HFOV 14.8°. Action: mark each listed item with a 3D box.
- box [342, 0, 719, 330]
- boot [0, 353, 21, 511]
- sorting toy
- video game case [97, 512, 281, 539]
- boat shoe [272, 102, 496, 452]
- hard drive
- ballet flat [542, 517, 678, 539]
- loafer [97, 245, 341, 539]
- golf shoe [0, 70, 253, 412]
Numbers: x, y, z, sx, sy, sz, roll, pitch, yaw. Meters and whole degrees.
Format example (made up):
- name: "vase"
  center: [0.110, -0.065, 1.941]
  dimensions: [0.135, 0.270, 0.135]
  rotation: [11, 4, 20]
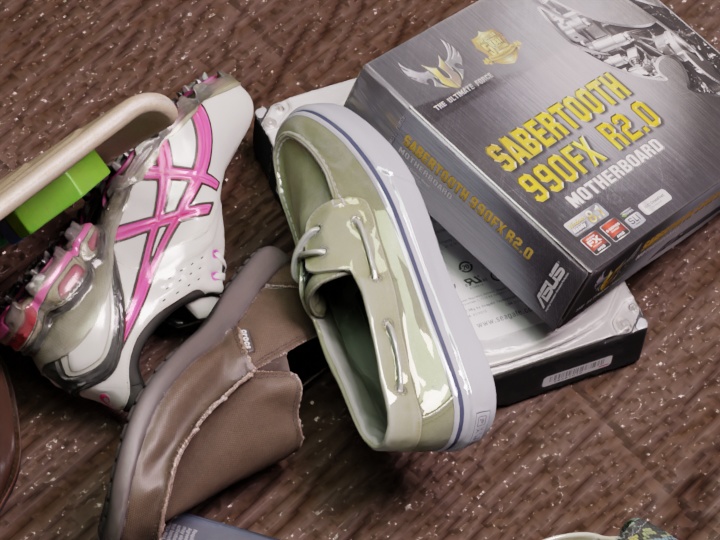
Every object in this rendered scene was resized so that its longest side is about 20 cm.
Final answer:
- name: "box"
  center: [0.110, -0.075, 1.427]
  dimensions: [0.158, 0.048, 0.200]
  rotation: [44, 46, 15]
- name: "boot"
  center: [-0.190, 0.056, 1.258]
  dimensions: [0.064, 0.200, 0.187]
  rotation: [2, 55, -4]
- name: "sorting toy"
  center: [-0.193, -0.011, 1.333]
  dimensions: [0.200, 0.185, 0.037]
  rotation: [-35, 96, -27]
- name: "video game case"
  center: [-0.042, 0.192, 1.286]
  dimensions: [0.199, 0.019, 0.143]
  rotation: [16, 55, 6]
- name: "boat shoe"
  center: [0.000, 0.000, 1.340]
  dimensions: [0.062, 0.072, 0.200]
  rotation: [-6, 54, -36]
- name: "hard drive"
  center: [0.044, -0.020, 1.431]
  dimensions: [0.139, 0.038, 0.200]
  rotation: [-17, 57, -16]
- name: "ballet flat"
  center: [0.073, 0.163, 1.274]
  dimensions: [0.200, 0.074, 0.074]
  rotation: [-16, 55, -38]
- name: "loafer"
  center: [-0.060, 0.065, 1.330]
  dimensions: [0.071, 0.073, 0.200]
  rotation: [26, 49, 8]
- name: "golf shoe"
  center: [-0.103, -0.014, 1.405]
  dimensions: [0.092, 0.073, 0.200]
  rotation: [38, 58, -8]
